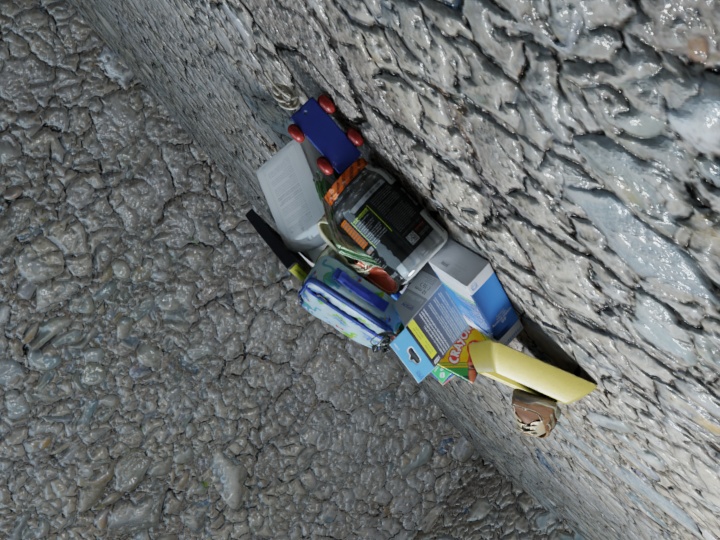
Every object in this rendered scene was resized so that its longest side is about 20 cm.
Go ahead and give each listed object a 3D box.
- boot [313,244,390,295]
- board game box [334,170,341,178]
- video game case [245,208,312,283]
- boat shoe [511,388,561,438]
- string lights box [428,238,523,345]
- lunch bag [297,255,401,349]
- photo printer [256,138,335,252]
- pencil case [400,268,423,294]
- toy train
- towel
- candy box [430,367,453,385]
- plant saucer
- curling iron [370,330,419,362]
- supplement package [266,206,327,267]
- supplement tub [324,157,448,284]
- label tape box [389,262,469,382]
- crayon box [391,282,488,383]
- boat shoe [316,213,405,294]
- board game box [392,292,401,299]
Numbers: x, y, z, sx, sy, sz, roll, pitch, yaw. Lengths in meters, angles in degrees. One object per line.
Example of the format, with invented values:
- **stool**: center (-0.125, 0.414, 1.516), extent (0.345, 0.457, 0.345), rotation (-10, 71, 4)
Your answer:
- **boot**: center (0.000, 0.000, 1.451), extent (0.156, 0.073, 0.200), rotation (50, 131, 9)
- **board game box**: center (-0.024, -0.146, 1.563), extent (0.153, 0.040, 0.200), rotation (41, 171, 31)
- **video game case**: center (-0.144, -0.025, 1.548), extent (0.200, 0.025, 0.181), rotation (48, -179, 39)
- **boat shoe**: center (0.315, 0.265, 1.332), extent (0.075, 0.073, 0.200), rotation (17, 169, 34)
- **string lights box**: center (0.203, 0.044, 1.283), extent (0.103, 0.059, 0.200), rotation (37, 169, 45)
- **lunch bag**: center (-0.019, 0.063, 1.398), extent (0.199, 0.083, 0.161), rotation (34, 157, -4)
- **photo printer**: center (-0.112, -0.144, 1.456), extent (0.166, 0.069, 0.202), rotation (-30, 80, 43)
- **pencil case**: center (0.091, -0.008, 1.520), extent (0.090, 0.083, 0.200), rotation (-3, 134, 52)
- **toy train**: center (-0.085, -0.256, 1.228), extent (0.200, 0.085, 0.116), rotation (47, -175, -13)
- **towel**: center (-0.005, -0.090, 1.333), extent (0.151, 0.023, 0.201), rotation (18, -143, -36)
- **candy box**: center (0.169, 0.153, 1.705), extent (0.200, 0.077, 0.169), rotation (43, -158, 17)
- **plant saucer**: center (0.295, 0.188, 1.325), extent (0.198, 0.049, 0.200), rotation (23, 171, 0)
- **curling iron**: center (0.074, 0.148, 1.377), extent (0.200, 0.049, 0.026), rotation (33, -146, -58)
- **supplement package**: center (-0.103, -0.097, 1.636), extent (0.121, 0.120, 0.200), rotation (42, 172, 22)
- **supplement tub**: center (0.041, -0.085, 1.241), extent (0.200, 0.123, 0.123), rotation (45, 172, 1)
- **label tape box**: center (0.128, 0.086, 1.358), extent (0.066, 0.200, 0.144), rotation (31, 165, 45)
- **crayon box**: center (0.159, 0.122, 1.465), extent (0.198, 0.128, 0.051), rotation (27, 173, -3)
- **boat shoe**: center (0.000, -0.029, 1.348), extent (0.200, 0.071, 0.063), rotation (47, -153, 0)
- **board game box**: center (0.128, 0.082, 1.626), extent (0.200, 0.045, 0.152), rotation (44, -150, 14)
